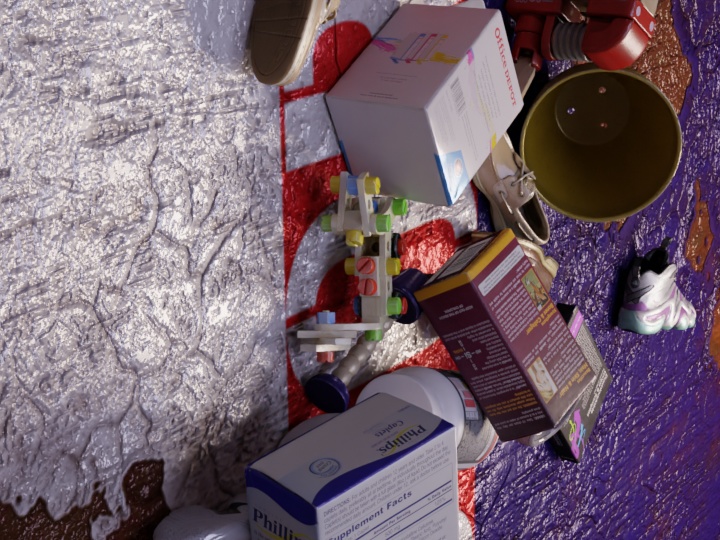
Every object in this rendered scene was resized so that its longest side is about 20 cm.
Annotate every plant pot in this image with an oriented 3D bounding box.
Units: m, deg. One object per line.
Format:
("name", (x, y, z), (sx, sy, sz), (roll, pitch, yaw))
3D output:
("plant pot", (0.298, -0.181, 1.975), (0.142, 0.197, 0.202), (-81, 166, -64))

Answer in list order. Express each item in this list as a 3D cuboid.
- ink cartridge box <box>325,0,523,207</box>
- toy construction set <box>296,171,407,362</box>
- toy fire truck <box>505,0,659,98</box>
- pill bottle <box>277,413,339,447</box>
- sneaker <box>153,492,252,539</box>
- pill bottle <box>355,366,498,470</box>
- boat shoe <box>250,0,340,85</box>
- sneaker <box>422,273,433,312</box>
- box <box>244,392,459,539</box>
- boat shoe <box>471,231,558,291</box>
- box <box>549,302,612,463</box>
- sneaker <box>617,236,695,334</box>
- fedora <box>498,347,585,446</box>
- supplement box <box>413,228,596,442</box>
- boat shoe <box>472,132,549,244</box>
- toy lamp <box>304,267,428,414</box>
("ink cartridge box", (0.077, -0.186, 1.653), (0.201, 0.124, 0.129), (-53, 139, -36))
("toy construction set", (0.000, 0.000, 1.614), (0.131, 0.091, 0.203), (1, 103, -73))
("toy fire truck", (0.241, -0.271, 1.844), (0.128, 0.174, 0.202), (27, 77, -57))
("pill bottle", (-0.015, 0.258, 1.645), (0.111, 0.110, 0.202), (-50, 137, -38))
("sneaker", (-0.129, 0.284, 1.503), (0.199, 0.075, 0.115), (-5, 100, -60))
("pill bottle", (0.074, 0.166, 1.735), (0.200, 0.115, 0.117), (15, 86, -66))
("boat shoe", (-0.049, -0.265, 1.482), (0.069, 0.073, 0.202), (23, 79, -51))
("sneaker", (0.122, 0.054, 1.843), (0.199, 0.075, 0.079), (13, 91, -56))
("box", (-0.003, 0.249, 1.494), (0.183, 0.104, 0.202), (-25, 124, -37))
("boat shoe", (0.191, 0.000, 1.936), (0.200, 0.071, 0.068), (30, 72, -59))
("box", (0.289, 0.159, 2.169), (0.144, 0.036, 0.200), (-63, 143, -24))
("sneaker", (0.460, 0.018, 2.361), (0.199, 0.077, 0.142), (-8, 106, -57))
("fedora", (0.224, 0.141, 1.966), (0.176, 0.090, 0.202), (5, 111, -58))
("supplement box", (0.161, 0.072, 1.728), (0.110, 0.085, 0.201), (-41, 104, -45))
("boat shoe", (0.185, -0.108, 1.903), (0.072, 0.064, 0.201), (-56, 141, -32))
("toy lamp", (0.014, 0.072, 1.691), (0.200, 0.058, 0.059), (-53, 139, -36))
